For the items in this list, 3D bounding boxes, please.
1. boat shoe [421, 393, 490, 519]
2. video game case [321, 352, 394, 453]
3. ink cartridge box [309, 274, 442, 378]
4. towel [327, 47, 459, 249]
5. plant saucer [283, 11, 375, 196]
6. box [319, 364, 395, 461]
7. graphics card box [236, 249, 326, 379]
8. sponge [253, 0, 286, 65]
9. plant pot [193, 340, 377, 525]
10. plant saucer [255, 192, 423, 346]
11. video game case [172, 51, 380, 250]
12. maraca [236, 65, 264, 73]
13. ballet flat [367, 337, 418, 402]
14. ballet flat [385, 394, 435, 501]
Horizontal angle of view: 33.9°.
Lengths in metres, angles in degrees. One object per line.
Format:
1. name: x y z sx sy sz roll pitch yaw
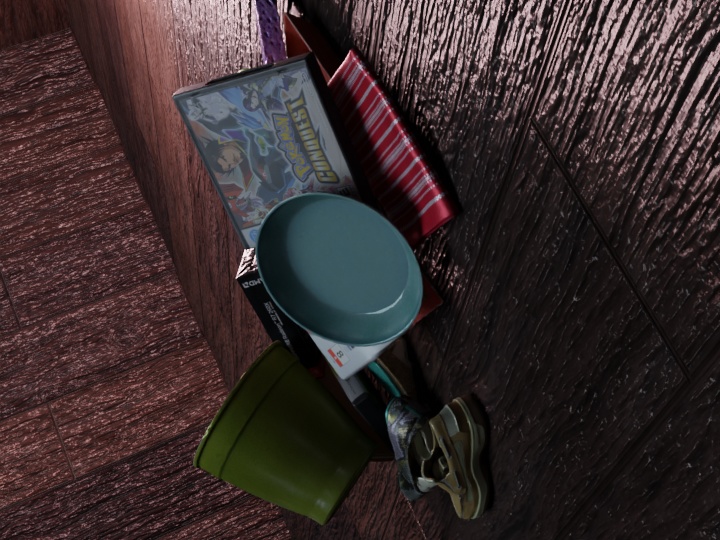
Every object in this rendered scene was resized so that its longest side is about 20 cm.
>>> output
1. boat shoe: 0.106 0.229 1.395 0.072 0.075 0.202 52 158 47
2. video game case: 0.003 0.167 1.621 0.181 0.025 0.201 55 180 44
3. ink cartridge box: -0.011 0.023 1.376 0.163 0.050 0.200 53 145 3
4. towel: 0.025 -0.122 1.240 0.201 0.022 0.145 58 159 1
5. plant saucer: -0.032 -0.182 1.421 0.201 0.036 0.201 87 156 -49
6. box: -0.033 0.191 1.748 0.163 0.021 0.202 11 -134 -54
7. graphics card box: -0.103 0.043 1.667 0.126 0.050 0.201 -79 -30 -52
8. sponge: -0.110 -0.280 1.473 0.112 0.029 0.203 154 106 -86
9. plant pot: -0.088 0.233 1.574 0.192 0.201 0.201 34 158 7
10. plant saucer: -0.020 -0.007 1.301 0.036 0.197 0.202 -58 -35 -49
11. video game case: -0.091 -0.124 1.292 0.179 0.026 0.202 -9 119 30
12. maraca: -0.080 -0.153 1.365 0.136 0.107 0.201 23 153 44
13. ballet flat: 0.021 0.096 1.519 0.200 0.065 0.070 47 165 -18
14. ballet flat: 0.080 0.244 1.532 0.072 0.071 0.202 54 165 44
